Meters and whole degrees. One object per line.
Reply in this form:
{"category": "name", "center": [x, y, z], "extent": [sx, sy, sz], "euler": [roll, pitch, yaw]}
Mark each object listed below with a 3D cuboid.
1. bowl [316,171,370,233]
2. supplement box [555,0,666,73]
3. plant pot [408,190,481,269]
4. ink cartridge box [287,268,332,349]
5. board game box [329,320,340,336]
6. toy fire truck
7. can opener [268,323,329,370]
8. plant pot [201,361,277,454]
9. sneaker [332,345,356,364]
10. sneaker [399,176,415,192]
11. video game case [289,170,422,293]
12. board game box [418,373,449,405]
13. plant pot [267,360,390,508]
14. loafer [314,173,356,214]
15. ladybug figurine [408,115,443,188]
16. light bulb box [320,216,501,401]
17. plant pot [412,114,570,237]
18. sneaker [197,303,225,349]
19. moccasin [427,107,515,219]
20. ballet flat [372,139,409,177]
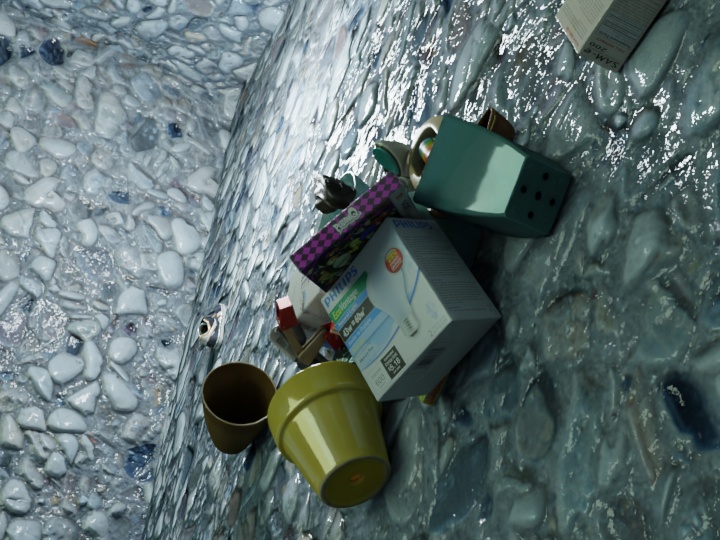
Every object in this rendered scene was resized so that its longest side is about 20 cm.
{"category": "bowl", "center": [-0.011, -0.097, 1.937], "extent": [0.201, 0.104, 0.203], "euler": [-52, 27, 42]}
{"category": "supplement box", "center": [0.360, -0.390, 1.238], "extent": [0.201, 0.073, 0.127], "euler": [-58, 23, 32]}
{"category": "plant pot", "center": [0.098, -0.056, 1.558], "extent": [0.201, 0.133, 0.202], "euler": [-54, 25, 40]}
{"category": "ink cartridge box", "center": [-0.049, 0.047, 1.845], "extent": [0.200, 0.146, 0.146], "euler": [-45, 32, 51]}
{"category": "board game box", "center": [0.000, 0.000, 1.667], "extent": [0.152, 0.046, 0.202], "euler": [123, 160, -51]}
{"category": "toy fire truck", "center": [-0.075, 0.136, 1.727], "extent": [0.049, 0.139, 0.203], "euler": [-129, 25, -66]}
{"category": "can opener", "center": [-0.099, 0.173, 1.800], "extent": [0.053, 0.200, 0.067], "euler": [-45, -4, -34]}
{"category": "plant pot", "center": [-0.313, 0.362, 2.269], "extent": [0.188, 0.184, 0.201], "euler": [-91, 14, -44]}
{"category": "sneaker", "center": [-0.007, 0.155, 1.677], "extent": [0.079, 0.075, 0.201], "euler": [36, 98, 26]}
{"category": "sneaker", "center": [0.081, -0.078, 1.737], "extent": [0.074, 0.088, 0.203], "euler": [19, 108, 37]}
{"category": "video game case", "center": [-0.001, -0.051, 1.404], "extent": [0.199, 0.036, 0.181], "euler": [-40, -19, 1]}
{"category": "board game box", "center": [0.106, 0.132, 1.531], "extent": [0.096, 0.030, 0.200], "euler": [-65, 18, 18]}
{"category": "plant pot", "center": [-0.040, 0.292, 1.563], "extent": [0.202, 0.199, 0.190], "euler": [-61, 38, 27]}
{"category": "loafer", "center": [-0.056, -0.145, 1.858], "extent": [0.200, 0.072, 0.072], "euler": [-119, 45, -75]}
{"category": "ladybug figurine", "center": [0.144, -0.205, 1.660], "extent": [0.137, 0.071, 0.201], "euler": [-61, 22, 25]}
{"category": "light bulb box", "center": [0.072, 0.058, 1.399], "extent": [0.199, 0.124, 0.201], "euler": [-51, 57, 30]}
{"category": "plant pot", "center": [0.203, -0.129, 1.342], "extent": [0.200, 0.140, 0.143], "euler": [28, 99, 59]}
{"category": "sneaker", "center": [-0.499, 0.175, 3.062], "extent": [0.079, 0.079, 0.201], "euler": [-60, 21, 31]}
{"category": "moccasin", "center": [0.171, -0.171, 1.470], "extent": [0.202, 0.078, 0.074], "euler": [-52, 27, -4]}
{"category": "ballet flat", "center": [0.071, -0.207, 1.751], "extent": [0.200, 0.068, 0.070], "euler": [60, -143, -60]}
